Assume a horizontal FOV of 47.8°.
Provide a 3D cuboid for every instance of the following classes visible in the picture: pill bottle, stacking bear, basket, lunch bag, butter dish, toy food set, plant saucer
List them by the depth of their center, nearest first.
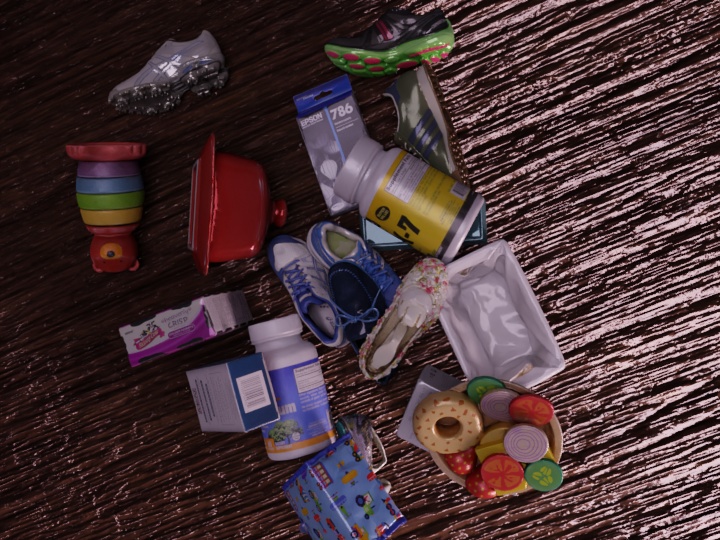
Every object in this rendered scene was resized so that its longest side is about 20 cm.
[{"bbox_3d":[0.182,0.232,1.117,0.195,0.049,0.202,-21,109,22],"label":"toy food set"},{"bbox_3d":[0.068,-0.103,1.168,0.198,0.114,0.116,30,95,5],"label":"pill bottle"},{"bbox_3d":[0.193,0.071,1.179,0.134,0.123,0.203,-26,88,9],"label":"basket"},{"bbox_3d":[-0.047,0.360,1.206,0.152,0.093,0.200,54,139,12],"label":"lunch bag"},{"bbox_3d":[-0.182,-0.093,1.227,0.145,0.199,0.205,4,91,-14],"label":"butter dish"},{"bbox_3d":[-0.110,0.174,1.235,0.110,0.112,0.204,-15,89,9],"label":"pill bottle"},{"bbox_3d":[0.095,-0.070,1.246,0.196,0.019,0.072,-3,90,10],"label":"plant saucer"},{"bbox_3d":[-0.392,-0.097,1.280,0.119,0.114,0.205,-3,102,-15],"label":"stacking bear"}]

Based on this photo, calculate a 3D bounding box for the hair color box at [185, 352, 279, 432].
[{"bbox_3d":[-0.193,0.184,1.210,0.060,0.199,0.102,-14,88,-30],"label":"hair color box"}]

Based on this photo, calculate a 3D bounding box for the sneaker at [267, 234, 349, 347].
[{"bbox_3d":[-0.076,0.028,1.240,0.075,0.088,0.201,-39,84,9],"label":"sneaker"}]

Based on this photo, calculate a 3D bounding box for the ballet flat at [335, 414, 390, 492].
[{"bbox_3d":[0.012,0.315,1.240,0.070,0.072,0.205,-8,98,9],"label":"ballet flat"}]

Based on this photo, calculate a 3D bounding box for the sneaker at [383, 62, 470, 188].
[{"bbox_3d":[0.095,-0.200,1.226,0.088,0.067,0.204,-18,92,23],"label":"sneaker"}]

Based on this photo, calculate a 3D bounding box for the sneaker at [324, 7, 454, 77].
[{"bbox_3d":[0.043,-0.349,1.232,0.196,0.077,0.086,-7,72,6],"label":"sneaker"}]

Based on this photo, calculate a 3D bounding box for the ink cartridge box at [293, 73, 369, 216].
[{"bbox_3d":[-0.034,-0.195,1.255,0.098,0.039,0.203,-21,87,10],"label":"ink cartridge box"}]

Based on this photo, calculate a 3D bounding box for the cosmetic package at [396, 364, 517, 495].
[{"bbox_3d":[0.163,0.234,1.203,0.197,0.074,0.103,25,109,10],"label":"cosmetic package"}]

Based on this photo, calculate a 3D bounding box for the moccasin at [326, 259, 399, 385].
[{"bbox_3d":[0.011,0.079,1.196,0.079,0.069,0.202,-20,114,24],"label":"moccasin"}]

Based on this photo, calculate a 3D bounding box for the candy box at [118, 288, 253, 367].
[{"bbox_3d":[-0.253,0.081,1.212,0.134,0.200,0.062,-20,88,7],"label":"candy box"}]

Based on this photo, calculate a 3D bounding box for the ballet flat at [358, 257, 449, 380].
[{"bbox_3d":[0.060,0.076,1.122,0.075,0.064,0.202,29,113,0],"label":"ballet flat"}]

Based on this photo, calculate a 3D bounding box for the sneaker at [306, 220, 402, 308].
[{"bbox_3d":[0.000,0.000,1.222,0.199,0.077,0.076,37,76,-1],"label":"sneaker"}]

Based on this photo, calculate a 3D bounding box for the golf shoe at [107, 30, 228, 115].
[{"bbox_3d":[-0.309,-0.314,1.291,0.196,0.078,0.099,-17,71,3],"label":"golf shoe"}]
